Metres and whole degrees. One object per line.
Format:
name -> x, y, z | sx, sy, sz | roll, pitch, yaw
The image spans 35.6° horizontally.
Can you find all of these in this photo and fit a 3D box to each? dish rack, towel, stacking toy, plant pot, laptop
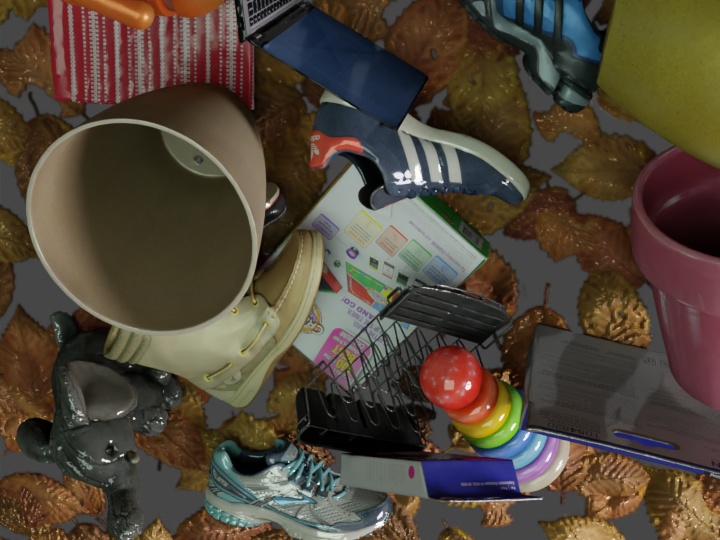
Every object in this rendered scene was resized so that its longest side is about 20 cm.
dish rack -> 0.044, 0.093, 1.031 | 0.153, 0.055, 0.200 | 16, 131, -40
towel -> -0.191, -0.221, 1.017 | 0.198, 0.023, 0.146 | 4, 110, 8
stacking toy -> 0.116, 0.127, 1.005 | 0.085, 0.086, 0.200 | -24, 141, 19
plant pot -> 0.321, 0.011, 0.921 | 0.198, 0.201, 0.180 | 1, 127, 12
laptop -> -0.021, -0.228, 0.888 | 0.115, 0.187, 0.202 | -1, 111, 11
plant pot -> -0.153, -0.079, 0.948 | 0.185, 0.201, 0.189 | 5, 121, 8
plant pot -> 0.258, -0.178, 0.844 | 0.141, 0.200, 0.202 | 13, 114, 8

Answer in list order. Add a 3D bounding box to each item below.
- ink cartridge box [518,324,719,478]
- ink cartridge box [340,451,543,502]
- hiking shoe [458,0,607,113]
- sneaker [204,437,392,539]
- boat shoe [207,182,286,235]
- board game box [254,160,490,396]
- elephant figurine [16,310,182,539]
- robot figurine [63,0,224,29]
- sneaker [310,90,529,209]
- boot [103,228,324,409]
ink cartridge box -> 0.238, 0.124, 0.968 | 0.198, 0.200, 0.041 | 13, 113, 7
ink cartridge box -> 0.066, 0.181, 0.990 | 0.094, 0.200, 0.037 | 4, 85, -26
hiking shoe -> 0.139, -0.226, 0.926 | 0.200, 0.075, 0.087 | 41, 106, -17
sneaker -> -0.065, 0.220, 1.138 | 0.198, 0.078, 0.087 | 5, 109, 10
boat shoe -> -0.144, -0.014, 1.064 | 0.199, 0.071, 0.063 | -31, 111, 20
board game box -> 0.000, 0.000, 1.055 | 0.153, 0.040, 0.200 | 41, 114, -6
elephant figurine -> -0.257, 0.144, 1.079 | 0.154, 0.200, 0.143 | 2, 112, 11
robot figurine -> -0.184, -0.269, 0.927 | 0.198, 0.144, 0.118 | 8, 112, 8
sneaker -> 0.047, -0.082, 0.959 | 0.199, 0.075, 0.085 | 22, 84, -13
boot -> -0.133, 0.026, 1.011 | 0.154, 0.073, 0.201 | 22, 122, -19
